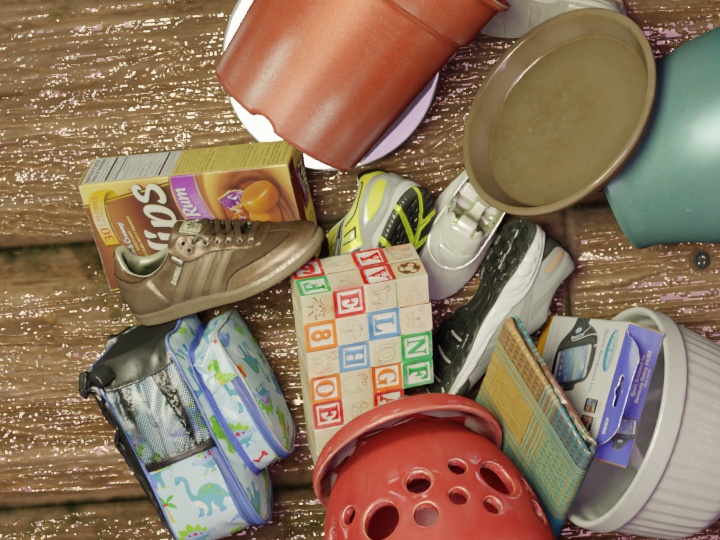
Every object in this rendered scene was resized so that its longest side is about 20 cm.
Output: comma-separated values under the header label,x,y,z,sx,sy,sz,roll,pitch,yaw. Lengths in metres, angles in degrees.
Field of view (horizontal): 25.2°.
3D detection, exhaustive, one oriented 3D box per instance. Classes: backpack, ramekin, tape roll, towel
label,x,y,z,sx,sy,sz,roll,pitch,yaw
backpack,-0.141,0.141,1.455,0.146,0.183,0.201,-22,99,5
ramekin,0.263,0.143,1.424,0.105,0.200,0.201,18,95,-15
tape roll,-0.025,-0.193,1.481,0.199,0.066,0.202,0,94,3
towel,0.150,0.145,1.416,0.022,0.200,0.147,-21,63,-19

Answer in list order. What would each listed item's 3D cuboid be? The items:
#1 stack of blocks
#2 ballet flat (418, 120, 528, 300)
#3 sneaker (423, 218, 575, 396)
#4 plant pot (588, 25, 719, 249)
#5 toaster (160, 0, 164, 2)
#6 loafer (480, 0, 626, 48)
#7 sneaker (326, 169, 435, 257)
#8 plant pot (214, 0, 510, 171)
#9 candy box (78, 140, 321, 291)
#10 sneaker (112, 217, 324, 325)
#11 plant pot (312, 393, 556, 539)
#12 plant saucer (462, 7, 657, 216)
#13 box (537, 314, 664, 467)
label,x,y,z,sx,sy,sz,roll,pitch,yaw
stack of blocks,0.004,0.084,1.455,0.114,0.059,0.201,-10,121,-9
ballet flat,0.108,-0.061,1.482,0.069,0.069,0.200,34,96,1
sneaker,0.128,0.053,1.488,0.079,0.074,0.201,27,105,-27
plant pot,0.308,-0.111,1.412,0.187,0.200,0.201,-20,93,20
toaster,-0.153,-0.337,1.446,0.113,0.129,0.201,2,94,4
loafer,0.147,-0.252,1.475,0.199,0.063,0.072,19,128,5
sneaker,0.000,0.000,1.500,0.076,0.075,0.201,38,107,37
plant pot,-0.011,-0.205,1.360,0.200,0.201,0.196,38,104,0
candy box,-0.145,-0.049,1.470,0.199,0.057,0.117,-5,121,14
sneaker,-0.131,-0.013,1.416,0.199,0.071,0.076,-22,112,19
plant pot,0.059,0.224,1.400,0.200,0.201,0.183,-24,52,5
plant saucer,0.176,-0.135,1.400,0.029,0.200,0.200,31,98,-42
box,0.202,0.103,1.413,0.041,0.200,0.120,18,86,-18
